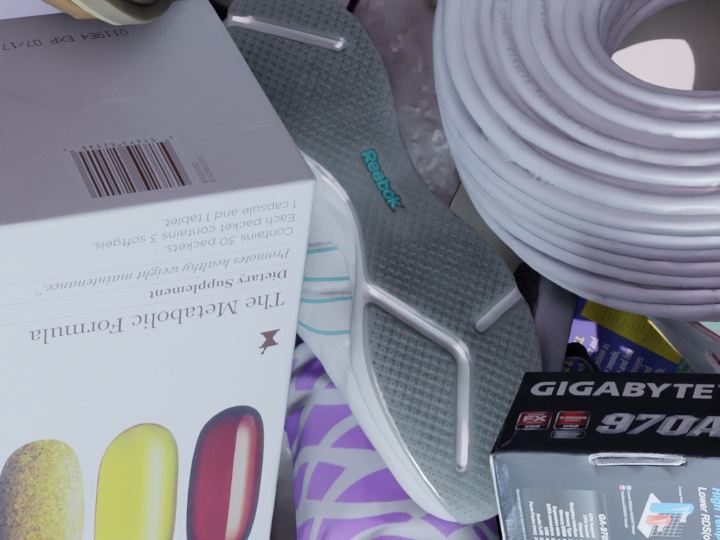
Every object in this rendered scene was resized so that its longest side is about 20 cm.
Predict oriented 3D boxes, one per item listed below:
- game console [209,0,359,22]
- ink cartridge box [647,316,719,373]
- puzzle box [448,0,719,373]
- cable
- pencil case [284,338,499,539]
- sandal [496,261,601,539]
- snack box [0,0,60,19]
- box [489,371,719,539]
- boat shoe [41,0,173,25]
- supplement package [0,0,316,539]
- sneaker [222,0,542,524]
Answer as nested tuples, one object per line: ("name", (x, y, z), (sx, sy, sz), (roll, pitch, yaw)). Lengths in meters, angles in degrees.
("game console", (-0.062, -0.196, 0.787), (0.199, 0.031, 0.177), (28, 87, 1))
("ink cartridge box", (0.179, 0.072, 0.737), (0.045, 0.200, 0.176), (-38, 105, -1))
("puzzle box", (0.111, -0.035, 0.844), (0.133, 0.025, 0.201), (27, 88, -1))
("cable", (0.124, -0.078, 0.740), (0.199, 0.069, 0.201), (7, 57, 18))
("pencil case", (0.009, 0.108, 0.761), (0.085, 0.084, 0.201), (-13, 45, 11))
("sandal", (0.071, 0.086, 0.802), (0.043, 0.076, 0.201), (0, 112, -3))
("snack box", (-0.064, -0.147, 0.827), (0.142, 0.053, 0.200), (42, 87, 1))
("box", (0.131, 0.126, 0.645), (0.158, 0.046, 0.201), (-1, 119, 20))
("boat shoe", (-0.095, -0.111, 0.682), (0.068, 0.200, 0.072), (-4, 95, 12))
("supplement package", (-0.092, 0.026, 0.722), (0.113, 0.110, 0.201), (-9, 131, -20))
("sneaker", (0.000, 0.000, 0.756), (0.070, 0.080, 0.201), (-17, 73, -30))
